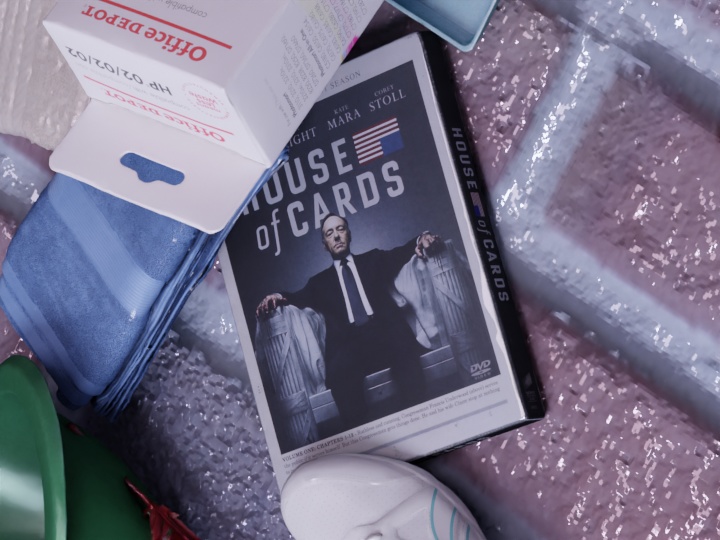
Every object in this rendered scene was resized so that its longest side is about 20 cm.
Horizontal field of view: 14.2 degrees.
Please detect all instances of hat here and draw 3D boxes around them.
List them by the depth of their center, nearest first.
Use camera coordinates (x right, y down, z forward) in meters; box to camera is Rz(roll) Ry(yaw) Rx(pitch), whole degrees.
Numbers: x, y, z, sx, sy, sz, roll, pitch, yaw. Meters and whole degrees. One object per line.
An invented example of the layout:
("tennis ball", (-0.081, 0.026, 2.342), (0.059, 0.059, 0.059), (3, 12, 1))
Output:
("hat", (-0.099, 0.144, 1.503), (0.166, 0.176, 0.200), (129, 137, -55))

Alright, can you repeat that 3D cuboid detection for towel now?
("towel", (-0.116, -0.029, 1.484), (0.112, 0.048, 0.200), (54, 128, 30))
("towel", (-0.173, -0.168, 1.553), (0.132, 0.034, 0.201), (15, 98, 33))

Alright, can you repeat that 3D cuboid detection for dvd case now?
("dvd case", (0.000, 0.000, 1.442), (0.150, 0.025, 0.200), (-22, 78, 30))

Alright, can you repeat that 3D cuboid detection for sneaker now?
("sneaker", (0.032, 0.154, 1.375), (0.200, 0.080, 0.071), (35, 120, 26))

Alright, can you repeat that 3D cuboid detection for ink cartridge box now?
("ink cartridge box", (-0.067, -0.128, 1.386), (0.115, 0.068, 0.200), (21, 68, 30))

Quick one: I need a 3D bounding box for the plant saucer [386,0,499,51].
("plant saucer", (0.000, -0.185, 1.451), (0.200, 0.019, 0.070), (36, 107, 29))
